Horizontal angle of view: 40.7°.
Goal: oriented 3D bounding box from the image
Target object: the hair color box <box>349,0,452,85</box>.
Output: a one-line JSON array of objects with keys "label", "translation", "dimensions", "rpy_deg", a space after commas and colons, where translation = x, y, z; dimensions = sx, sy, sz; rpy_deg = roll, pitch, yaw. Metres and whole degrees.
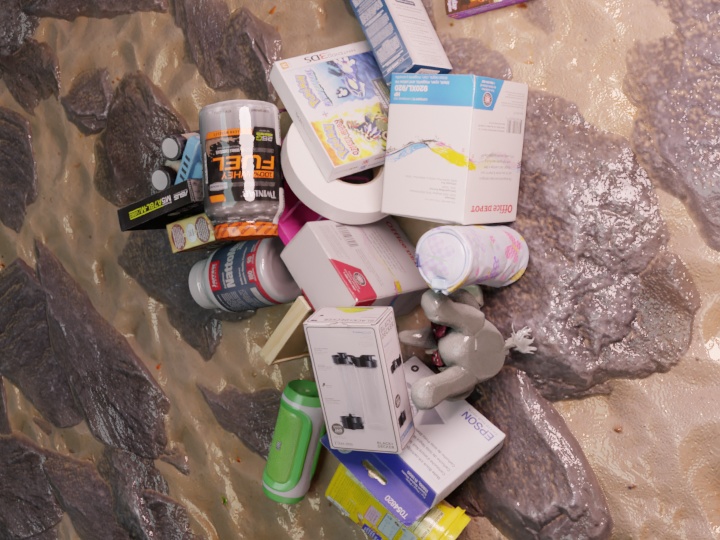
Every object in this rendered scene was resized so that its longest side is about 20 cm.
[{"label": "hair color box", "translation": [0.051, -0.373, 1.448], "dimensions": [0.061, 0.100, 0.200], "rpy_deg": [-32, 74, 37]}]

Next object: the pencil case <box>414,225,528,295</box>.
[{"label": "pencil case", "translation": [0.157, -0.017, 1.332], "dimensions": [0.083, 0.200, 0.091], "rpy_deg": [-10, 88, 34]}]

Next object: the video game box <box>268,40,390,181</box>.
[{"label": "video game box", "translation": [-0.013, -0.246, 1.460], "dimensions": [0.200, 0.182, 0.047], "rpy_deg": [60, 154, 17]}]

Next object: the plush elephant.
[{"label": "plush elephant", "translation": [0.130, 0.099, 1.401], "dimensions": [0.155, 0.200, 0.165], "rpy_deg": [10, 101, 60]}]

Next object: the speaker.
[{"label": "speaker", "translation": [-0.109, 0.290, 1.643], "dimensions": [0.088, 0.088, 0.200], "rpy_deg": [25, 109, 34]}]

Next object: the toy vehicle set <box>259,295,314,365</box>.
[{"label": "toy vehicle set", "translation": [-0.054, 0.083, 1.508], "dimensions": [0.027, 0.200, 0.124], "rpy_deg": [49, 120, 23]}]

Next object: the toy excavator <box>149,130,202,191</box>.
[{"label": "toy excavator", "translation": [-0.249, -0.191, 1.719], "dimensions": [0.200, 0.100, 0.195], "rpy_deg": [30, 114, 19]}]

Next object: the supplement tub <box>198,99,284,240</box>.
[{"label": "supplement tub", "translation": [-0.178, -0.148, 1.459], "dimensions": [0.122, 0.122, 0.200], "rpy_deg": [-6, 88, 39]}]

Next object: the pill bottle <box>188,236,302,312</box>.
[{"label": "pill bottle", "translation": [-0.197, 0.009, 1.665], "dimensions": [0.200, 0.120, 0.120], "rpy_deg": [-13, 86, 38]}]

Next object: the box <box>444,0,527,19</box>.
[{"label": "box", "translation": [0.178, -0.473, 1.377], "dimensions": [0.137, 0.039, 0.200], "rpy_deg": [-5, 91, 38]}]

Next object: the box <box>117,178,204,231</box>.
[{"label": "box", "translation": [-0.281, -0.114, 1.670], "dimensions": [0.193, 0.200, 0.048], "rpy_deg": [-19, 83, 37]}]

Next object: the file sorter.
[{"label": "file sorter", "translation": [-0.080, -0.144, 1.548], "dimensions": [0.125, 0.139, 0.200], "rpy_deg": [-46, 67, 30]}]

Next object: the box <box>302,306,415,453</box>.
[{"label": "box", "translation": [0.001, 0.151, 1.349], "dimensions": [0.117, 0.060, 0.200], "rpy_deg": [-2, 112, 27]}]

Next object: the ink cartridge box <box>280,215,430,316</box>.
[{"label": "ink cartridge box", "translation": [0.000, 0.000, 1.457], "dimensions": [0.086, 0.200, 0.148], "rpy_deg": [-46, 66, 32]}]

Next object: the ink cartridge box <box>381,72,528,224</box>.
[{"label": "ink cartridge box", "translation": [0.132, -0.171, 1.371], "dimensions": [0.145, 0.147, 0.200], "rpy_deg": [10, 99, 37]}]

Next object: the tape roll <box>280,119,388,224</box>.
[{"label": "tape roll", "translation": [-0.020, -0.163, 1.462], "dimensions": [0.203, 0.203, 0.037], "rpy_deg": [61, 148, 17]}]

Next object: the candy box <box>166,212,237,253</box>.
[{"label": "candy box", "translation": [-0.214, -0.079, 1.648], "dimensions": [0.200, 0.115, 0.055], "rpy_deg": [-14, 87, 26]}]

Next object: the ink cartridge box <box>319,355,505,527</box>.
[{"label": "ink cartridge box", "translation": [0.075, 0.245, 1.429], "dimensions": [0.200, 0.200, 0.041], "rpy_deg": [40, 150, 28]}]

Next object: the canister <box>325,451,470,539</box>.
[{"label": "canister", "translation": [0.052, 0.360, 1.474], "dimensions": [0.200, 0.087, 0.149], "rpy_deg": [38, 140, 14]}]
